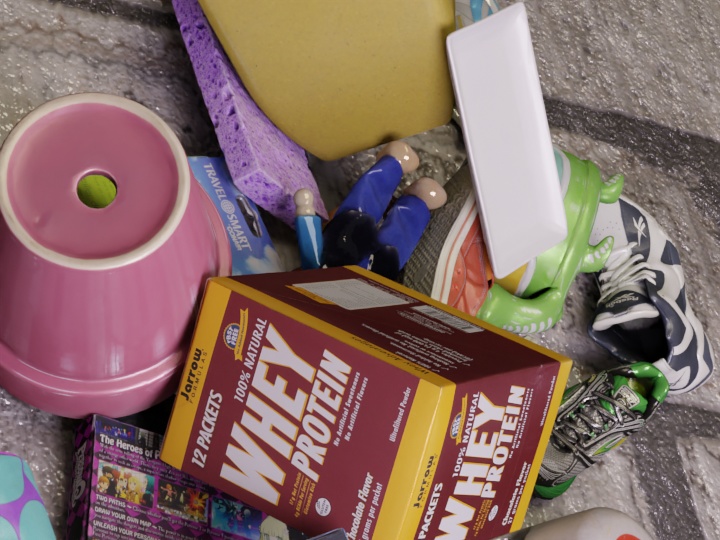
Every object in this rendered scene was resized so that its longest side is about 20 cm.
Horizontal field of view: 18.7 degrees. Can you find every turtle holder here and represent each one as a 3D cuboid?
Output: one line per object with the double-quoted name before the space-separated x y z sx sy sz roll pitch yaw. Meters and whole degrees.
"turtle holder" 0.133 -0.023 1.866 0.131 0.141 0.187 22 78 -8

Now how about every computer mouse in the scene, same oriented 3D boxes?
"computer mouse" -0.110 0.116 1.597 0.199 0.034 0.059 7 53 -38

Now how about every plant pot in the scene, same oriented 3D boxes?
"plant pot" -0.008 -0.210 1.784 0.196 0.193 0.201 -87 158 -61
"plant pot" -0.181 -0.023 1.477 0.198 0.179 0.202 3 65 -6

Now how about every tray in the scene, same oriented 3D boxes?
"tray" 0.112 -0.104 1.744 0.107 0.022 0.202 -30 113 -46

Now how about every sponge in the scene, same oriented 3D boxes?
"sponge" -0.090 -0.131 1.775 0.111 0.030 0.201 35 30 -52

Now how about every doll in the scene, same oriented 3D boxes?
"doll" -0.005 -0.015 1.706 0.137 0.048 0.201 51 47 -22

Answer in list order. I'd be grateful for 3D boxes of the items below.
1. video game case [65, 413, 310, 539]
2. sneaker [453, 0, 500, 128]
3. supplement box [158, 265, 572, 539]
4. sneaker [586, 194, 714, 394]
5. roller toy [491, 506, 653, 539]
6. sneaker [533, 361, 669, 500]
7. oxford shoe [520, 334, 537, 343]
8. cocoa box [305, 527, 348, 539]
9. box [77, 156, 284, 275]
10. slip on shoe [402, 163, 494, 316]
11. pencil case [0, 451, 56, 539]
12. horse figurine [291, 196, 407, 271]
"video game case" -0.111 0.211 1.505 0.199 0.036 0.183 20 54 -29
"sneaker" 0.089 -0.206 2.003 0.080 0.077 0.201 -16 68 -45
"supplement box" 0.006 0.096 1.511 0.196 0.134 0.199 23 14 28
"sneaker" 0.237 0.015 1.929 0.129 0.079 0.201 12 57 -66
"roller toy" 0.153 0.277 1.600 0.200 0.139 0.184 25 50 -55
"sneaker" 0.185 0.122 1.814 0.078 0.085 0.200 52 41 6
"oxford shoe" 0.087 0.099 1.763 0.057 0.076 0.200 29 36 17
"cocoa box" -0.054 0.288 1.393 0.131 0.133 0.202 -18 83 -41
"box" -0.160 -0.024 1.654 0.199 0.048 0.123 -6 64 -45
"slip on shoe" 0.079 -0.007 1.770 0.061 0.074 0.201 32 56 -24
"pencil case" -0.222 0.221 1.372 0.092 0.085 0.201 -10 66 -34
"horse figurine" 0.000 0.000 1.777 0.132 0.050 0.201 37 45 -19
